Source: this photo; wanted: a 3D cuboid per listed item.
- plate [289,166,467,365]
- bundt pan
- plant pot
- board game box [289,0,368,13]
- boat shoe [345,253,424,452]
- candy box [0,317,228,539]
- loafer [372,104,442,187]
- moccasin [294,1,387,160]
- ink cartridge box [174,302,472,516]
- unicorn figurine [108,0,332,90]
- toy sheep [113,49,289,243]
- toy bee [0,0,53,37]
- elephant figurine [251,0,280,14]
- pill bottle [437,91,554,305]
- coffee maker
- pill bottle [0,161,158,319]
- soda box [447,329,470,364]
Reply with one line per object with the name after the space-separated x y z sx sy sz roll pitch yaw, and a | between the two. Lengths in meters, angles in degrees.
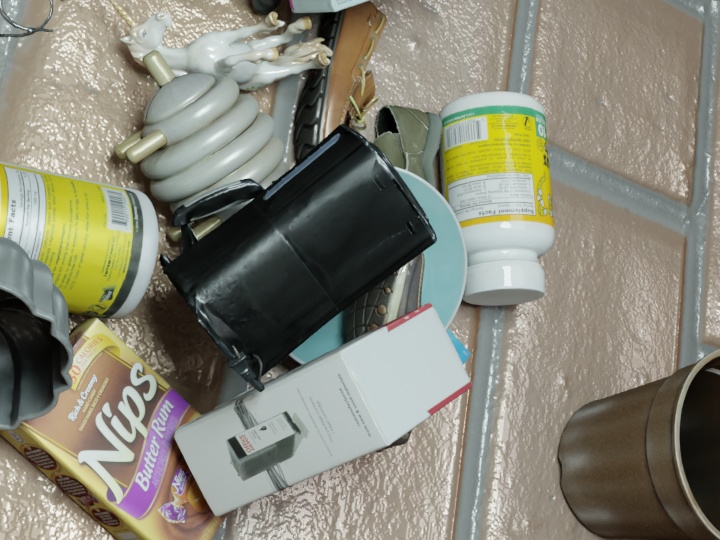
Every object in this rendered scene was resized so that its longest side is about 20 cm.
0.000 0.000 1.336 0.200 0.026 0.200 -3 103 -15 | plate
-0.313 0.037 1.111 0.202 0.202 0.076 26 41 -27 | bundt pan
0.321 0.191 1.502 0.200 0.198 0.200 9 74 -33 | plant pot
0.012 -0.332 1.358 0.200 0.064 0.148 -25 110 -37 | board game box
0.029 0.069 1.317 0.073 0.074 0.200 4 110 -28 | boat shoe
-0.195 0.151 1.240 0.200 0.056 0.117 45 57 -16 | candy box
0.031 -0.091 1.439 0.070 0.075 0.200 25 40 -13 | loafer
-0.015 -0.179 1.447 0.078 0.074 0.201 24 55 -19 | moccasin
-0.031 0.116 1.216 0.147 0.200 0.083 -26 89 -54 | ink cartridge box
-0.120 -0.200 1.342 0.200 0.137 0.074 27 57 -53 | unicorn figurine
-0.136 -0.104 1.302 0.138 0.138 0.200 -46 116 -34 | toy sheep
-0.345 -0.157 1.199 0.200 0.109 0.131 -8 90 -11 | toy bee
-0.067 -0.308 1.405 0.155 0.142 0.200 25 58 -12 | elephant figurine
0.139 -0.070 1.495 0.113 0.113 0.200 6 74 -34 | pill bottle
-0.042 -0.007 1.207 0.200 0.192 0.135 -38 137 -3 | coffee maker
-0.275 -0.028 1.194 0.200 0.112 0.113 11 72 -32 | pill bottle
0.010 0.039 1.407 0.200 0.064 0.068 47 56 -15 | soda box
